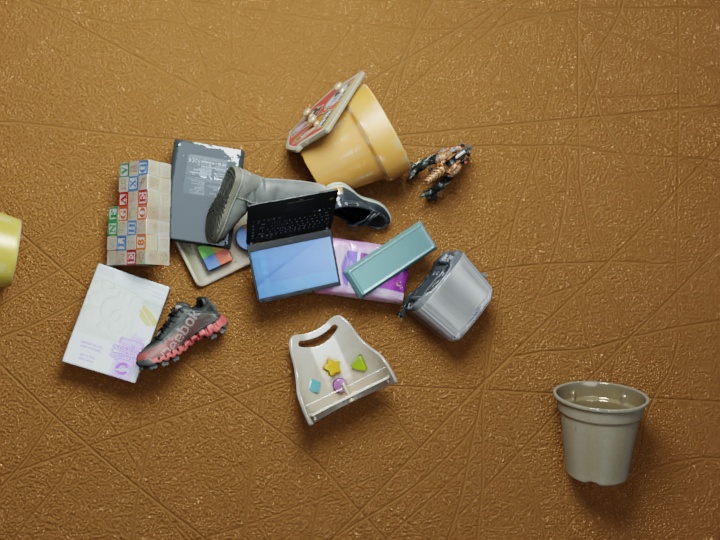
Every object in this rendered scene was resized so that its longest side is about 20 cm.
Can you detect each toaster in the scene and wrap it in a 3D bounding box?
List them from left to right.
[{"bbox_3d":[0.187,0.062,1.597,0.129,0.114,0.200,42,77,-10],"label":"toaster"}]

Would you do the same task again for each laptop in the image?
[{"bbox_3d":[-0.123,-0.046,1.441,0.177,0.200,0.103,-13,61,-18],"label":"laptop"}]

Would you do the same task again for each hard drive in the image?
[{"bbox_3d":[-0.314,-0.150,1.488,0.139,0.033,0.200,9,88,-9],"label":"hard drive"}]

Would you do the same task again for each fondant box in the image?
[{"bbox_3d":[-0.476,0.104,1.468,0.144,0.058,0.200,20,84,-12],"label":"fondant box"}]

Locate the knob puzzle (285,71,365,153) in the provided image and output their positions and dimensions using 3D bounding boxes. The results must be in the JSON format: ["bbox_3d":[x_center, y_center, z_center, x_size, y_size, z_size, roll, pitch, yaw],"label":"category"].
[{"bbox_3d":[-0.094,-0.315,1.510,0.030,0.220,0.220,42,79,-23],"label":"knob puzzle"}]

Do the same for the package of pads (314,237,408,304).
[{"bbox_3d":[0.000,0.000,1.576,0.200,0.076,0.121,8,88,-13],"label":"package of pads"}]

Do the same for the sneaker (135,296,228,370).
[{"bbox_3d":[-0.361,0.117,1.464,0.200,0.071,0.098,-33,107,-31],"label":"sneaker"}]

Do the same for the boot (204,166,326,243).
[{"bbox_3d":[-0.186,-0.113,1.465,0.200,0.073,0.182,9,127,-38],"label":"boot"}]

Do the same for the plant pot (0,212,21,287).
[{"bbox_3d":[-0.727,-0.047,1.357,0.189,0.201,0.201,10,85,-27],"label":"plant pot"}]

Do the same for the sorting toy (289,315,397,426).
[{"bbox_3d":[-0.058,0.195,1.546,0.200,0.107,0.180,-24,85,-13],"label":"sorting toy"}]

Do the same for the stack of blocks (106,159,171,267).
[{"bbox_3d":[-0.432,-0.108,1.456,0.059,0.115,0.200,5,85,-56],"label":"stack of blocks"}]

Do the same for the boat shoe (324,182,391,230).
[{"bbox_3d":[-0.004,-0.118,1.543,0.075,0.200,0.062,-25,61,27],"label":"boat shoe"}]

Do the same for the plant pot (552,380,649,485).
[{"bbox_3d":[0.520,0.359,1.634,0.200,0.200,0.184,-2,99,-13],"label":"plant pot"}]

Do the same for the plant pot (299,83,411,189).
[{"bbox_3d":[-0.023,-0.250,1.535,0.183,0.200,0.200,-29,94,3],"label":"plant pot"}]

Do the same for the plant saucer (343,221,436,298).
[{"bbox_3d":[0.064,-0.023,1.544,0.200,0.019,0.070,-33,95,-14],"label":"plant saucer"}]

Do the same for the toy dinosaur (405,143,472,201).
[{"bbox_3d":[0.170,-0.223,1.591,0.200,0.136,0.102,-7,69,-54],"label":"toy dinosaur"}]

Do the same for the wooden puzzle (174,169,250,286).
[{"bbox_3d":[-0.282,-0.090,1.529,0.200,0.046,0.185,-27,93,-13],"label":"wooden puzzle"}]
